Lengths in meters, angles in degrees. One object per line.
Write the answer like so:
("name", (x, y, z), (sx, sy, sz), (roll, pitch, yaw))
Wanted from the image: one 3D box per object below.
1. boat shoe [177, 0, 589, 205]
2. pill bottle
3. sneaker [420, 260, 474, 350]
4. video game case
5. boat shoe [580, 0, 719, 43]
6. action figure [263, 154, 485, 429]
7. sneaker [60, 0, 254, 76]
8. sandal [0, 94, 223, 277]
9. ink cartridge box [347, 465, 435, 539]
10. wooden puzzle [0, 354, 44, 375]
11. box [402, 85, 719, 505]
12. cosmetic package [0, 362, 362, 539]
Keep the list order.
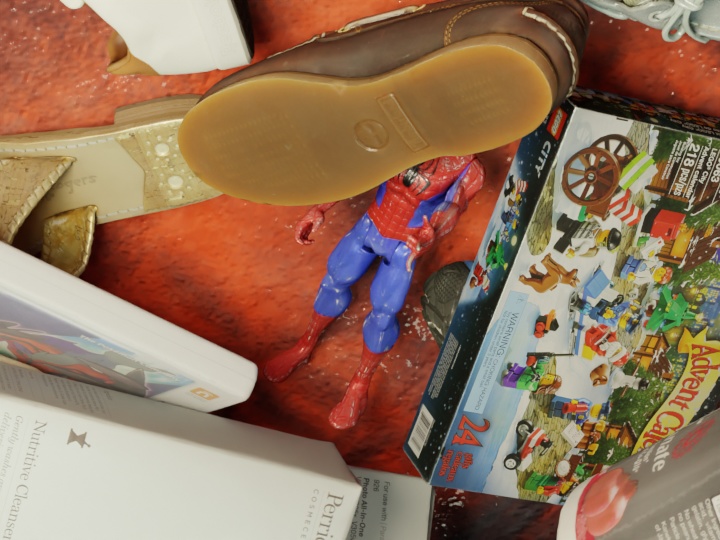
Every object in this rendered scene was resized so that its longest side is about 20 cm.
("boat shoe", (0.012, -0.080, 1.281), (0.200, 0.070, 0.070), (-9, 123, 30))
("pill bottle", (0.195, 0.108, 1.285), (0.111, 0.111, 0.200), (37, 130, -26))
("sneaker", (0.106, 0.054, 1.427), (0.090, 0.078, 0.200), (-40, 124, 7))
("video game case", (-0.177, 0.031, 1.366), (0.200, 0.023, 0.182), (27, 155, -25))
("boat shoe", (0.110, -0.146, 1.247), (0.202, 0.065, 0.074), (27, 126, -20))
("action figure", (0.000, 0.000, 1.350), (0.065, 0.099, 0.200), (34, 126, 11))
("sneaker", (-0.110, -0.160, 1.234), (0.085, 0.073, 0.200), (-11, 130, 7))
("sandal", (-0.154, -0.022, 1.353), (0.212, 0.070, 0.078), (-17, 127, 15))
("ink cartridge box", (-0.075, 0.151, 1.456), (0.200, 0.084, 0.146), (10, 154, -9))
("wooden puzzle", (-0.263, 0.054, 1.409), (0.185, 0.037, 0.200), (22, 153, -16))
("box", (0.118, 0.017, 1.344), (0.137, 0.038, 0.200), (10, 112, -25))
("cosmetic package", (-0.111, 0.118, 1.322), (0.200, 0.081, 0.113), (13, 98, -11))
